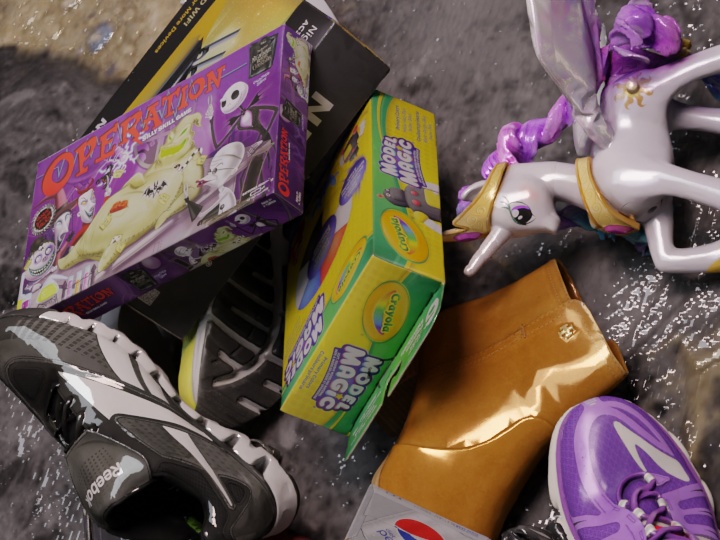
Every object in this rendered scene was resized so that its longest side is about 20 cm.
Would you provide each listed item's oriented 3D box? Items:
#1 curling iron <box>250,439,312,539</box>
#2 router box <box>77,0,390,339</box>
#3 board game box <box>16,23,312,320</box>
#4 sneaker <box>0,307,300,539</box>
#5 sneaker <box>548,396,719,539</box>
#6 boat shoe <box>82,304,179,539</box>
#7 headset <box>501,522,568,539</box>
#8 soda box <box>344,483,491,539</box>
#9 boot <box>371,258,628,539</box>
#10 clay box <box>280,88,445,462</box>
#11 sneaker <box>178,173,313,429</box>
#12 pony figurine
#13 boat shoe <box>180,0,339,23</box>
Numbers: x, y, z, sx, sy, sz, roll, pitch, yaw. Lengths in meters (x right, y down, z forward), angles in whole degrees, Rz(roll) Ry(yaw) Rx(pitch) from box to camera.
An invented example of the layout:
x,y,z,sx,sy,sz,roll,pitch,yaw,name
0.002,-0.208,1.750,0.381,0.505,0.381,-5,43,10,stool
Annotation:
x,y,z,sx,sy,sz,roll,pitch,yaw,name
-0.020,0.152,1.151,0.200,0.026,0.050,34,87,42,curling iron
-0.092,-0.079,1.230,0.200,0.052,0.157,-52,36,2,router box
-0.111,-0.047,1.160,0.200,0.032,0.120,-26,42,32,board game box
-0.131,0.093,1.123,0.200,0.090,0.067,35,123,7,sneaker
0.148,0.139,0.997,0.080,0.084,0.200,-15,55,-6,sneaker
-0.144,0.112,1.238,0.066,0.070,0.200,-23,60,19,boat shoe
0.060,0.211,0.981,0.200,0.094,0.124,-57,11,20,headset
-0.007,0.209,1.011,0.068,0.063,0.200,24,112,3,soda box
0.078,0.090,1.093,0.144,0.071,0.201,-30,46,16,boot
0.000,0.000,1.142,0.115,0.048,0.200,-60,16,30,clay box
-0.084,0.011,1.257,0.090,0.078,0.200,-18,49,36,sneaker
0.145,-0.085,1.119,0.199,0.167,0.194,2,71,18,pony figurine
-0.087,-0.180,1.365,0.086,0.075,0.202,-32,55,-6,boat shoe
